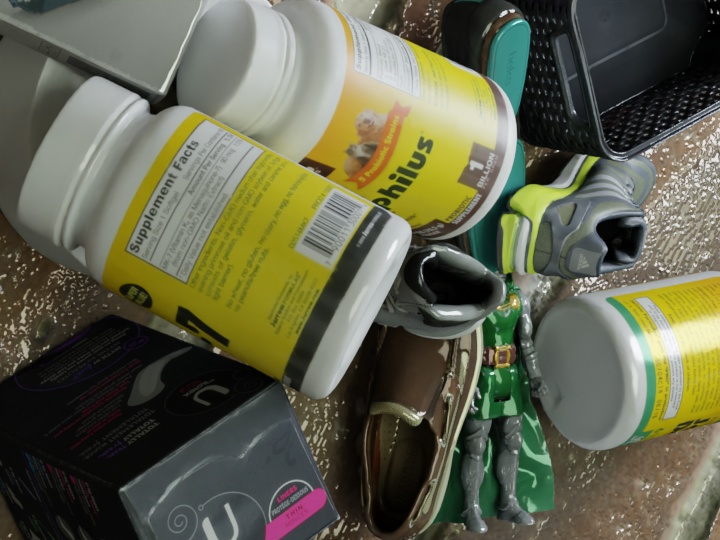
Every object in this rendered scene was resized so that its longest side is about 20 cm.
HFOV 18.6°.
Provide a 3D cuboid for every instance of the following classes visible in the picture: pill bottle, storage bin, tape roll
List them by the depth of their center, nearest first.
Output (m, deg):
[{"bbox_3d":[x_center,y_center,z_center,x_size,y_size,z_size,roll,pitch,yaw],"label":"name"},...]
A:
[{"bbox_3d":[-0.082,-0.022,1.227,0.199,0.114,0.115,28,80,5],"label":"pill bottle"},{"bbox_3d":[-0.009,-0.095,1.322,0.199,0.109,0.110,19,88,-37],"label":"pill bottle"},{"bbox_3d":[-0.128,-0.089,1.348,0.202,0.071,0.203,-8,104,-35],"label":"tape roll"},{"bbox_3d":[0.201,-0.175,1.559,0.200,0.094,0.136,-28,115,-28],"label":"storage bin"},{"bbox_3d":[0.234,0.061,1.620,0.199,0.113,0.113,-10,105,-35],"label":"pill bottle"}]

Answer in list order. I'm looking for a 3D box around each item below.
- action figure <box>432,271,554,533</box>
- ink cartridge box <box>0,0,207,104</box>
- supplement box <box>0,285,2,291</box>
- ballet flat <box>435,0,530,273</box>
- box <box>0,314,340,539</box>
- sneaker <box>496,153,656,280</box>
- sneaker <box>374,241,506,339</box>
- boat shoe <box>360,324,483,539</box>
[{"bbox_3d":[0.093,0.082,1.561,0.118,0.055,0.201,-7,99,-32],"label":"action figure"},{"bbox_3d":[-0.169,-0.216,1.251,0.199,0.045,0.177,24,80,-11],"label":"ink cartridge box"},{"bbox_3d":[-0.306,0.064,1.256,0.109,0.061,0.201,37,78,-36],"label":"supplement box"},{"bbox_3d":[0.077,-0.096,1.491,0.068,0.068,0.201,-24,130,-40],"label":"ballet flat"},{"bbox_3d":[-0.127,0.116,1.310,0.122,0.200,0.106,-34,117,-26],"label":"box"},{"bbox_3d":[0.168,-0.033,1.543,0.200,0.081,0.074,-34,137,-53],"label":"sneaker"},{"bbox_3d":[0.000,0.000,1.400,0.199,0.115,0.075,5,84,-14],"label":"sneaker"},{"bbox_3d":[0.038,0.087,1.490,0.075,0.074,0.203,-21,117,-72],"label":"boat shoe"}]
